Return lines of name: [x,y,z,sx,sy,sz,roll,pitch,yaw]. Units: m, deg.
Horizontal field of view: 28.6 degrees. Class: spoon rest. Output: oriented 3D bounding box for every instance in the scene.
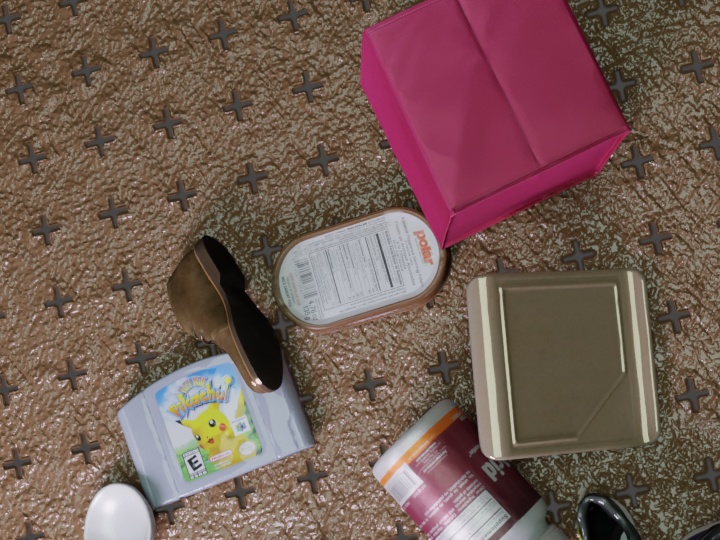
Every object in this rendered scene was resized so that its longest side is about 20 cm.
spoon rest: [-0.261,0.331,1.525,0.099,0.060,0.202,-4,86,34]

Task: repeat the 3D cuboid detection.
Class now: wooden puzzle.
wooden puzzle: [0.207,0.094,1.451,0.198,0.037,0.187,-3,84,-19]

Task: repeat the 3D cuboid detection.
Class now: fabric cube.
fabric cube: [0.128,-0.165,1.417,0.199,0.196,0.200,-25,81,-4]

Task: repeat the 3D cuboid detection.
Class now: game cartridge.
game cartridge: [-0.161,0.164,1.540,0.199,0.040,0.134,-23,78,8]

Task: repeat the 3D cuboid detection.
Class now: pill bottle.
pill bottle: [0.117,0.240,1.443,0.114,0.114,0.200,-44,80,4]

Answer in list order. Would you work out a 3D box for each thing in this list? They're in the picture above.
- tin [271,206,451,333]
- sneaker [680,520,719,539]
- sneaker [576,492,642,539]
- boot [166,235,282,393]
tin: [0.000,0.000,1.523,0.199,0.042,0.113,-18,87,8]
sneaker: [0.407,0.257,1.402,0.199,0.088,0.076,-36,80,5]
sneaker: [0.263,0.309,1.401,0.074,0.085,0.201,-33,60,7]
boot: [-0.146,0.061,1.517,0.075,0.073,0.201,-40,57,16]
